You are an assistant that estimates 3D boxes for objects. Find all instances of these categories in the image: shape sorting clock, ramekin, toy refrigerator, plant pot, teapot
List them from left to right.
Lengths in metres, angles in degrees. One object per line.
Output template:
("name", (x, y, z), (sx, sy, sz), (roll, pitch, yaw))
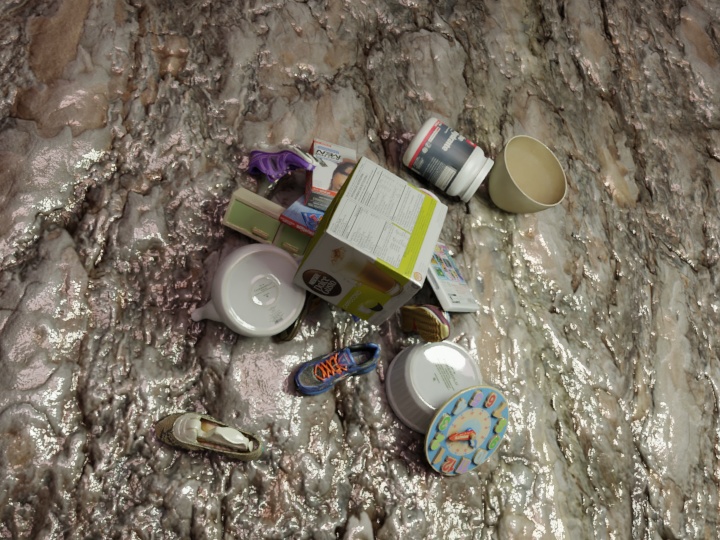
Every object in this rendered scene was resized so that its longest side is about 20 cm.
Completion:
("teapot", (-0.210, 0.036, 1.184), (0.199, 0.146, 0.198), (19, 85, -24))
("toy refrigerator", (-0.193, -0.099, 1.283), (0.199, 0.076, 0.070), (26, 21, -4))
("ramekin", (0.159, 0.233, 1.220), (0.202, 0.094, 0.203), (7, 61, -13))
("shape sorting clock", (0.213, 0.317, 1.154), (0.199, 0.201, 0.039), (-9, 26, -22))
("plant pot", (0.408, -0.227, 1.518), (0.200, 0.134, 0.201), (12, 63, -25))

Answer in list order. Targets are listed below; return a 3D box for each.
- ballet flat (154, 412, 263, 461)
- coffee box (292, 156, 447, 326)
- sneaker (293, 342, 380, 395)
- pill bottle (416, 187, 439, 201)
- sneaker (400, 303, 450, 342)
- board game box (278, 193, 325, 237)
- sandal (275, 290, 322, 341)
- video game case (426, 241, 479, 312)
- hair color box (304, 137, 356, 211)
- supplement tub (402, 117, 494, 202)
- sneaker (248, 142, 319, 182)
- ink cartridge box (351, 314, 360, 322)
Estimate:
("ballet flat", (-0.269, 0.294, 1.060), (0.199, 0.075, 0.068), (17, 60, -8))
("coffee box", (0.016, -0.050, 1.117), (0.197, 0.200, 0.200), (29, 55, -9))
("sneaker", (-0.044, 0.188, 1.188), (0.199, 0.078, 0.075), (-21, 70, -27))
("pill bottle", (0.098, -0.095, 1.367), (0.113, 0.113, 0.200), (42, 58, 7))
("sneaker", (0.157, 0.102, 1.236), (0.090, 0.200, 0.075), (-6, 98, -18))
("board game box", (-0.107, -0.120, 1.302), (0.103, 0.019, 0.200), (26, 21, 0))
("sandal", (-0.113, 0.065, 1.239), (0.055, 0.082, 0.201), (40, 62, -39))
("video game case", (0.188, 0.010, 1.321), (0.200, 0.024, 0.182), (9, 51, -61))
("hair color box", (-0.068, -0.220, 1.375), (0.111, 0.064, 0.200), (14, 43, -16))
("supplement tub", (0.221, -0.279, 1.491), (0.200, 0.140, 0.140), (34, 58, 2))
("sneaker", (-0.177, -0.239, 1.342), (0.081, 0.199, 0.084), (18, 84, -52))
("ink cartridge box", (0.000, 0.000, 1.282), (0.042, 0.119, 0.201), (7, 54, -49))
